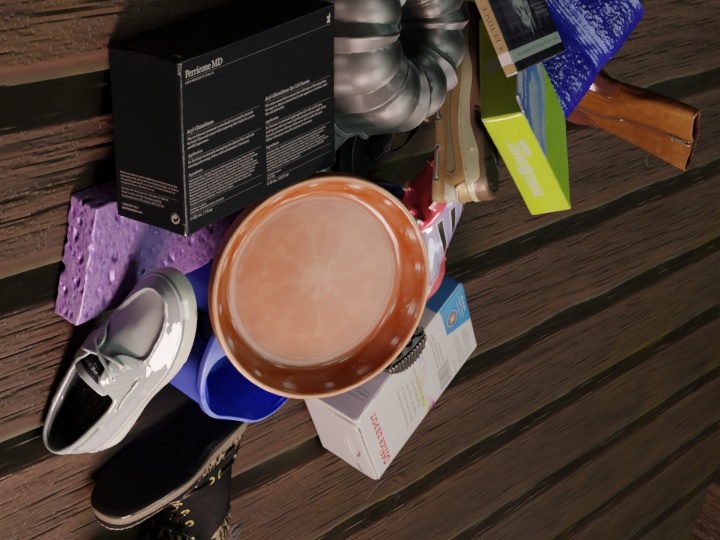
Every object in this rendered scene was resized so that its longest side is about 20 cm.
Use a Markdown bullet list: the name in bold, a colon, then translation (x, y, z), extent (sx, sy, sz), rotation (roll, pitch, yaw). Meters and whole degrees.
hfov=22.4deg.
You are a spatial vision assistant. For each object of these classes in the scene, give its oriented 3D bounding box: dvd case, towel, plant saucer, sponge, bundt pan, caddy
- **dvd case**: translation (0.122, -0.281, 1.660), extent (0.201, 0.016, 0.149), rotation (66, 26, -4)
- **towel**: translation (0.203, -0.249, 1.899), extent (0.148, 0.049, 0.200), rotation (43, 74, -20)
- **plant saucer**: translation (-0.037, 0.012, 1.563), extent (0.199, 0.032, 0.202), rotation (-8, 112, -21)
- **sponge**: translation (-0.170, -0.038, 1.516), extent (0.200, 0.030, 0.112), rotation (-29, 139, -49)
- **bundt pan**: translation (0.029, -0.212, 1.585), extent (0.201, 0.075, 0.204), rotation (-18, 112, -53)
- **caddy**: translation (-0.102, 0.063, 1.656), extent (0.142, 0.104, 0.200), rotation (-64, 155, 4)

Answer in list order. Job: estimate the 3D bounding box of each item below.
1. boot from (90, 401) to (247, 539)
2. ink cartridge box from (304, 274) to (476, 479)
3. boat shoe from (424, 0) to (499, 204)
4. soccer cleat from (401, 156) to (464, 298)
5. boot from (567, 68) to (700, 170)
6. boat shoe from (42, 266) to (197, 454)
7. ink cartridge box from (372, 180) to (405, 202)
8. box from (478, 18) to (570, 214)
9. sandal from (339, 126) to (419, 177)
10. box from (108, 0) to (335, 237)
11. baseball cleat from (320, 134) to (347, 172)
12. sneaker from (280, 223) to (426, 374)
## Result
- **boot**: translation (-0.179, 0.220, 1.720), extent (0.200, 0.073, 0.152), rotation (-42, 150, -46)
- **ink cartridge box**: translation (0.033, 0.106, 1.987), extent (0.200, 0.084, 0.145), rotation (-53, 154, -21)
- **boat shoe**: translation (0.087, -0.162, 1.748), extent (0.072, 0.075, 0.202), rotation (40, 46, -62)
- **soccer cleat**: translation (0.064, -0.027, 1.808), extent (0.076, 0.067, 0.201), rotation (23, 100, -37)
- **boot**: translation (0.278, -0.200, 2.001), extent (0.069, 0.199, 0.189), rotation (-49, 153, -25)
- **boat shoe**: translation (-0.201, 0.082, 1.495), extent (0.071, 0.070, 0.201), rotation (-18, 148, -53)
- **ink cartridge box**: translation (-0.015, 0.009, 1.841), extent (0.094, 0.044, 0.201), rotation (-6, 121, -59)
- **box**: translation (0.157, -0.156, 1.759), extent (0.200, 0.047, 0.123), rotation (55, 30, -54)
- **sandal**: translation (0.043, -0.166, 1.773), extent (0.201, 0.043, 0.076), rotation (-55, 154, -14)
- **box**: translation (-0.106, -0.131, 1.457), extent (0.200, 0.078, 0.142), rotation (-29, 129, -49)
- **baseball cleat**: translation (-0.057, -0.119, 1.626), extent (0.201, 0.069, 0.107), rotation (-59, 142, -16)
- **sneaker**: translation (-0.026, 0.011, 1.639), extent (0.070, 0.093, 0.200), rotation (-47, 119, -1)
